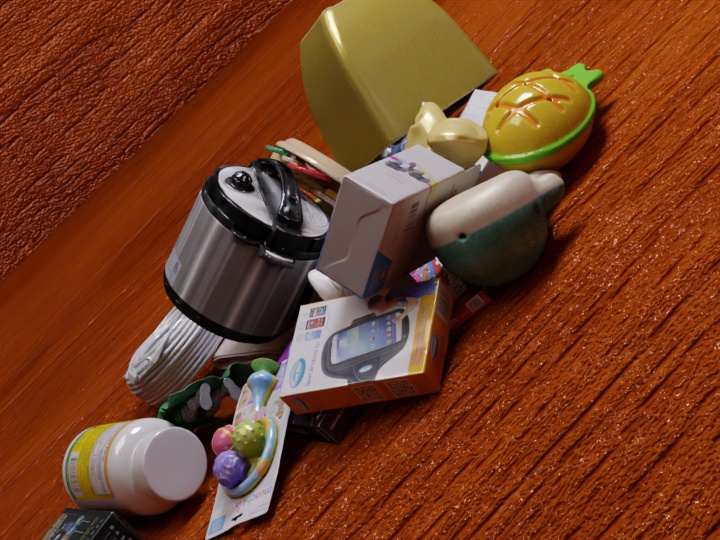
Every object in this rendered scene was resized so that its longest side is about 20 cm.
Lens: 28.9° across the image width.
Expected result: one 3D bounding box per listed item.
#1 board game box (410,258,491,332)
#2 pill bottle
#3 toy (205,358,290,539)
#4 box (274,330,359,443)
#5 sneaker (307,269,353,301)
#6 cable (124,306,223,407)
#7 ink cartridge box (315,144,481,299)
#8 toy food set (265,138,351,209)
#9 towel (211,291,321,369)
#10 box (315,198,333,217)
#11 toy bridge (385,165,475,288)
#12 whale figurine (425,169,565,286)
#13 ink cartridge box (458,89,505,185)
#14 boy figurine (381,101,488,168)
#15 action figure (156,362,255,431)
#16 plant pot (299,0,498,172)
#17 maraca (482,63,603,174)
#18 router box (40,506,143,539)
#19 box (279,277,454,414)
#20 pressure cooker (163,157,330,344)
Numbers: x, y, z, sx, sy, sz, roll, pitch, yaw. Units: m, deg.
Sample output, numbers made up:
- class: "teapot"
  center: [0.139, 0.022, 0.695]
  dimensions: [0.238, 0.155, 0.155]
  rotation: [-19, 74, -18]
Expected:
- class: "board game box"
  center: [0.087, 0.019, 1.555]
  dimensions: [0.103, 0.019, 0.200]
  rotation: [-38, 20, 11]
- class: "pill bottle"
  center: [-0.265, 0.233, 1.657]
  dimensions: [0.199, 0.113, 0.113]
  rotation: [-15, 33, 54]
- class: "toy"
  center: [-0.129, 0.182, 1.523]
  dimensions: [0.115, 0.047, 0.201]
  rotation: [-32, 33, 43]
- class: "box"
  center: [-0.045, 0.118, 1.561]
  dimensions: [0.199, 0.036, 0.144]
  rotation: [-3, 51, 60]
- class: "sneaker"
  center: [0.000, 0.000, 1.639]
  dimensions: [0.081, 0.075, 0.200]
  rotation: [-39, 2, 11]
- class: "cable"
  center: [-0.245, 0.098, 1.939]
  dimensions: [0.200, 0.069, 0.200]
  rotation: [-51, 11, -14]
- class: "ink cartridge box"
  center: [0.044, -0.060, 1.497]
  dimensions: [0.199, 0.067, 0.116]
  rotation: [-27, -38, -54]
- class: "toy food set"
  center: [-0.034, -0.106, 1.790]
  dimensions: [0.049, 0.199, 0.198]
  rotation: [-56, -2, -1]
- class: "towel"
  center: [-0.095, 0.045, 1.842]
  dimensions: [0.190, 0.032, 0.201]
  rotation: [-11, 38, 56]
- class: "box"
  center: [-0.076, -0.055, 1.890]
  dimensions: [0.199, 0.051, 0.075]
  rotation: [-32, 12, -39]
- class: "toy bridge"
  center: [0.078, -0.049, 1.637]
  dimensions: [0.067, 0.027, 0.201]
  rotation: [-26, 28, 55]
- class: "whale figurine"
  center: [0.156, -0.048, 1.478]
  dimensions: [0.158, 0.105, 0.200]
  rotation: [-25, 2, 33]
- class: "ink cartridge box"
  center: [0.141, -0.127, 1.750]
  dimensions: [0.201, 0.050, 0.162]
  rotation: [-62, 20, 1]
- class: "boy figurine"
  center: [0.082, -0.140, 1.622]
  dimensions: [0.200, 0.064, 0.126]
  rotation: [153, 121, -65]
- class: "action figure"
  center: [-0.205, 0.176, 1.710]
  dimensions: [0.117, 0.055, 0.200]
  rotation: [-12, -16, -29]
- class: "plant pot"
  center: [0.027, -0.271, 1.887]
  dimensions: [0.193, 0.201, 0.195]
  rotation: [-34, -1, -22]
- class: "maraca"
  center: [0.208, -0.179, 1.596]
  dimensions: [0.136, 0.108, 0.201]
  rotation: [-2, 36, 28]
- class: "router box"
  center: [-0.354, 0.372, 1.618]
  dimensions: [0.201, 0.062, 0.149]
  rotation: [-53, 22, -26]
- class: "box"
  center: [-0.003, 0.081, 1.458]
  dimensions: [0.198, 0.042, 0.120]
  rotation: [-11, 48, 28]
- class: "pressure cooker"
  center: [-0.130, -0.034, 1.697]
  dimensions: [0.178, 0.175, 0.201]
  rotation: [-16, -42, -61]
